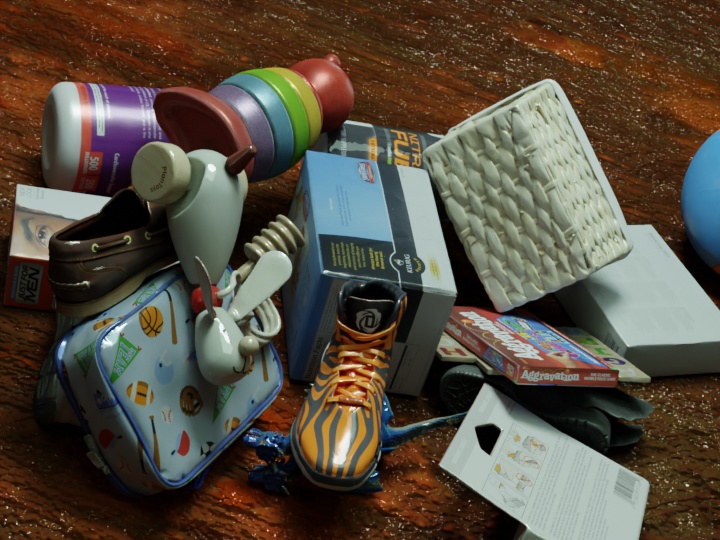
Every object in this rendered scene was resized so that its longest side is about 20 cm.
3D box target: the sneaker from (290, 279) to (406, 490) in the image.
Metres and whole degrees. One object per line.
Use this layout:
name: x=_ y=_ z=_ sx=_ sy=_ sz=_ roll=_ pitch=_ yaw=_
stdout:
sneaker: x=-0.009 y=0.079 z=1.164 sx=0.077 sy=0.113 sz=0.201 roll=10 pitch=38 yaw=-2

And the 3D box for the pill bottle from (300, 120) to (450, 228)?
pill bottle: x=0.041 y=-0.100 z=1.533 sx=0.198 sy=0.107 sz=0.107 roll=7 pitch=37 yaw=-16

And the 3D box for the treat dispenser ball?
treat dispenser ball: x=0.467 y=-0.079 z=1.618 sx=0.199 sy=0.202 sz=0.202 roll=12 pitch=36 yaw=-9

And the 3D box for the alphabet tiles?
alphabet tiles: x=0.157 y=0.075 z=1.377 sx=0.198 sy=0.008 sz=0.167 roll=5 pitch=13 yaw=-16

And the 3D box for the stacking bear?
stacking bear: x=-0.087 y=-0.152 z=1.406 sx=0.113 sy=0.122 sz=0.199 roll=3 pitch=25 yaw=43

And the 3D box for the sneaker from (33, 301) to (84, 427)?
sneaker: x=-0.220 y=0.047 z=1.223 sx=0.087 sy=0.074 sz=0.202 roll=20 pitch=64 yaw=-23

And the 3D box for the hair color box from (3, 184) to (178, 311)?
hair color box: x=-0.229 y=-0.013 z=1.331 sx=0.198 sy=0.064 sz=0.111 roll=6 pitch=38 yaw=-15

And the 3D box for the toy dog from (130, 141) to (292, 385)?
toy dog: x=-0.105 y=-0.021 z=1.139 sx=0.132 sy=0.096 sz=0.201 roll=-33 pitch=100 yaw=-55

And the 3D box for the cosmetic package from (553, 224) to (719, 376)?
cosmetic package: x=0.293 y=0.029 z=1.524 sx=0.149 sy=0.052 sz=0.201 roll=-3 pitch=40 yaw=-24

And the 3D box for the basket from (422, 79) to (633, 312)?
basket: x=0.165 y=-0.072 z=1.429 sx=0.123 sy=0.135 sz=0.201 roll=-28 pitch=93 yaw=-60

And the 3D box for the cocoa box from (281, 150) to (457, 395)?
cocoa box: x=0.000 y=0.000 z=1.356 sx=0.130 sy=0.134 sz=0.201 roll=8 pitch=37 yaw=-14

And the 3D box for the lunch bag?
lunch bag: x=-0.155 y=0.090 z=1.171 sx=0.200 sy=0.075 sz=0.161 roll=-41 pitch=110 yaw=-49

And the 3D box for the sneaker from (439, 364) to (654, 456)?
sneaker: x=0.176 y=0.124 z=1.342 sx=0.198 sy=0.060 sz=0.104 roll=21 pitch=27 yaw=7

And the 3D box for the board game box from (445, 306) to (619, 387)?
board game box: x=0.151 y=0.069 z=1.343 sx=0.102 sy=0.020 sz=0.200 roll=2 pitch=14 yaw=-20

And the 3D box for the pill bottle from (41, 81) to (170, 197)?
pill bottle: x=-0.219 y=-0.130 z=1.447 sx=0.198 sy=0.113 sz=0.113 roll=1 pitch=39 yaw=-23

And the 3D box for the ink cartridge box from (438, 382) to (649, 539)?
ink cartridge box: x=0.152 y=0.189 z=1.200 sx=0.175 sy=0.045 sz=0.200 roll=31 pitch=21 yaw=6

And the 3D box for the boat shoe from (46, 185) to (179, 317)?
boat shoe: x=-0.184 y=-0.034 z=1.178 sx=0.070 sy=0.071 sz=0.200 roll=5 pitch=27 yaw=27

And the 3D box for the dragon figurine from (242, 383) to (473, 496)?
dragon figurine: x=-0.004 y=0.152 z=1.215 sx=0.198 sy=0.059 sz=0.100 roll=8 pitch=38 yaw=-7

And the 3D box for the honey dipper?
honey dipper: x=-0.134 y=0.026 z=1.277 sx=0.200 sy=0.038 sz=0.038 roll=-42 pitch=61 yaw=-15
